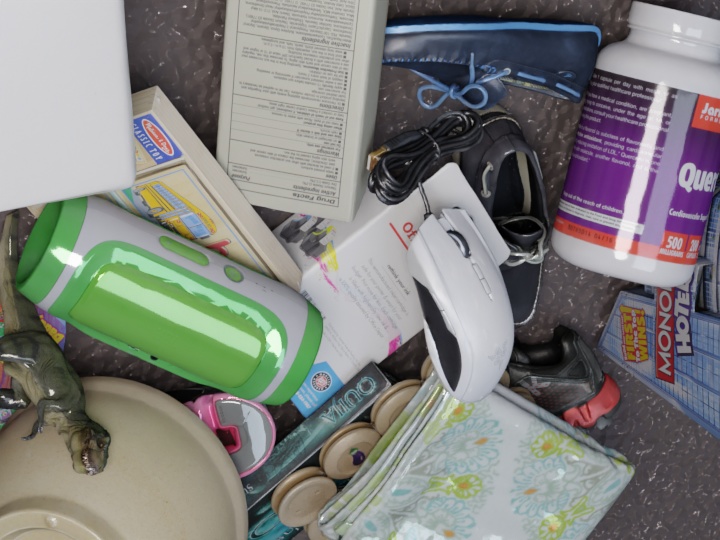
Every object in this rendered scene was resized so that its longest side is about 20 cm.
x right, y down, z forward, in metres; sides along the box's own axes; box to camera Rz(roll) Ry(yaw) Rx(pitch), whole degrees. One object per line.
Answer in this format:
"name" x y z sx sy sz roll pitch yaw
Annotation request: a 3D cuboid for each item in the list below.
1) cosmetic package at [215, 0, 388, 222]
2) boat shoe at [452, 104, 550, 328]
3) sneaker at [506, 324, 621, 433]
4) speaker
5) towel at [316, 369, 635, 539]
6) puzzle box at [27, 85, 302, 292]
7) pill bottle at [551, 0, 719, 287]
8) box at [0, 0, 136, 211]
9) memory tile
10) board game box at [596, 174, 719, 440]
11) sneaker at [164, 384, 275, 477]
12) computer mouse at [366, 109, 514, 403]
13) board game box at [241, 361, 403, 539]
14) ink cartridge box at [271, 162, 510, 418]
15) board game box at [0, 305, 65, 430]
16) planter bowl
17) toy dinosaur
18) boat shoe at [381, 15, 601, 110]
"cosmetic package" -0.038 -0.143 1.323 0.103 0.073 0.201 11 120 6
"boat shoe" 0.112 -0.028 1.504 0.072 0.063 0.201 -21 126 -16
"sneaker" 0.107 0.108 1.582 0.199 0.071 0.098 -24 111 -1
"speaker" -0.127 0.020 1.320 0.199 0.089 0.089 26 105 -20
"towel" 0.087 0.174 1.467 0.199 0.048 0.172 30 107 -29
"puzzle box" -0.143 -0.033 1.346 0.132 0.026 0.200 -17 133 24
"pill bottle" 0.218 -0.095 1.474 0.112 0.112 0.202 8 100 -31
"box" -0.253 -0.151 1.165 0.199 0.171 0.200 -13 124 -21
"memory tile" 0.036 0.140 1.492 0.200 0.017 0.153 -41 142 4
"board game box" 0.266 0.026 1.557 0.061 0.199 0.202 -9 103 -28
"sneaker" -0.156 0.122 1.445 0.198 0.095 0.080 -9 109 6
"computer mouse" 0.070 -0.006 1.370 0.109 0.044 0.201 -28 104 -44
"board game box" -0.039 0.156 1.512 0.200 0.028 0.135 -41 159 4
"ink cartridge box" 0.000 0.000 1.458 0.200 0.068 0.115 -37 131 -2
"board game box" -0.293 0.063 1.357 0.158 0.039 0.200 -41 130 0
"planter bowl" -0.190 0.191 1.348 0.199 0.135 0.202 4 110 12
"toy dinosaur" -0.235 0.062 1.313 0.088 0.201 0.048 -21 160 -14
"boat shoe" 0.092 -0.146 1.405 0.199 0.084 0.069 -1 102 -25
